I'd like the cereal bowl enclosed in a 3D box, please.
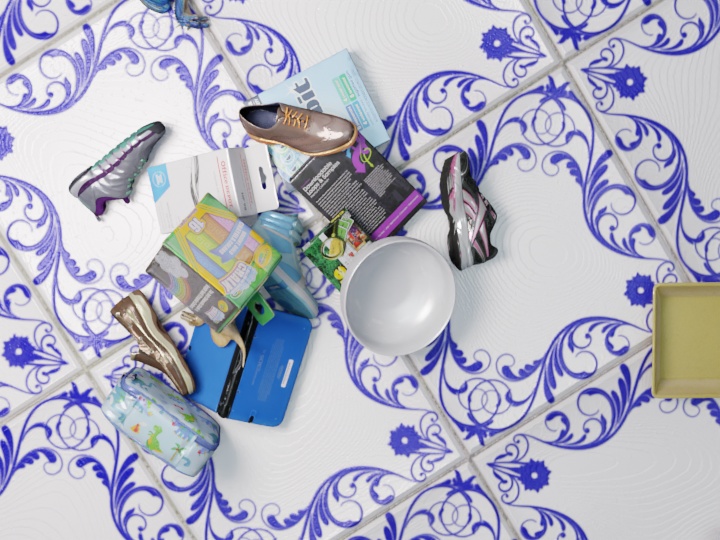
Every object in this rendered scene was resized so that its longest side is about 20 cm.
[{"bbox_3d":[0.056,0.035,1.424,0.198,0.083,0.203,-5,109,-14],"label":"cereal bowl"}]

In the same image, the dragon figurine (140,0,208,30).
[{"bbox_3d":[-0.344,-0.471,1.428,0.198,0.059,0.101,19,93,-4],"label":"dragon figurine"}]

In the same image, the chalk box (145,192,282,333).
[{"bbox_3d":[-0.211,0.004,1.329,0.200,0.124,0.124,41,57,-8],"label":"chalk box"}]

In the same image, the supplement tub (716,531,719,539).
[{"bbox_3d":[0.701,0.559,1.483,0.130,0.132,0.203,-10,93,0],"label":"supplement tub"}]

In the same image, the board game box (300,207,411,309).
[{"bbox_3d":[0.000,0.000,1.454,0.105,0.023,0.200,-42,113,3],"label":"board game box"}]

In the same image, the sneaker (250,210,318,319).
[{"bbox_3d":[-0.117,-0.020,1.456,0.200,0.079,0.131,50,56,-30],"label":"sneaker"}]

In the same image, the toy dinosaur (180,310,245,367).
[{"bbox_3d":[-0.227,0.083,1.424,0.058,0.199,0.102,-5,111,-43],"label":"toy dinosaur"}]

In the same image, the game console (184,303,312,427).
[{"bbox_3d":[-0.202,0.149,1.484,0.169,0.118,0.202,16,95,-28],"label":"game console"}]

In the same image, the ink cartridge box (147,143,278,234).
[{"bbox_3d":[-0.246,-0.137,1.417,0.198,0.067,0.117,-11,94,20],"label":"ink cartridge box"}]

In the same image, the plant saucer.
[{"bbox_3d":[0.602,0.120,1.493,0.197,0.048,0.203,0,93,-1],"label":"plant saucer"}]

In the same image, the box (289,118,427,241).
[{"bbox_3d":[-0.003,-0.136,1.442,0.143,0.036,0.200,-45,110,6],"label":"box"}]

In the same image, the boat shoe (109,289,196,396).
[{"bbox_3d":[-0.359,0.136,1.454,0.074,0.075,0.203,-31,80,-18],"label":"boat shoe"}]

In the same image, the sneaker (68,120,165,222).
[{"bbox_3d":[-0.397,-0.170,1.452,0.199,0.075,0.088,-35,110,9],"label":"sneaker"}]

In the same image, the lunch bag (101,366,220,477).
[{"bbox_3d":[-0.330,0.248,1.428,0.199,0.161,0.083,37,90,-5],"label":"lunch bag"}]

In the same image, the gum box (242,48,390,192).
[{"bbox_3d":[-0.074,-0.254,1.455,0.198,0.045,0.171,-27,95,0],"label":"gum box"}]

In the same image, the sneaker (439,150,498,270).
[{"bbox_3d":[0.191,-0.106,1.465,0.085,0.080,0.203,-9,102,-12],"label":"sneaker"}]

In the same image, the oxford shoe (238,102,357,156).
[{"bbox_3d":[-0.104,-0.231,1.373,0.197,0.073,0.072,6,80,14],"label":"oxford shoe"}]
